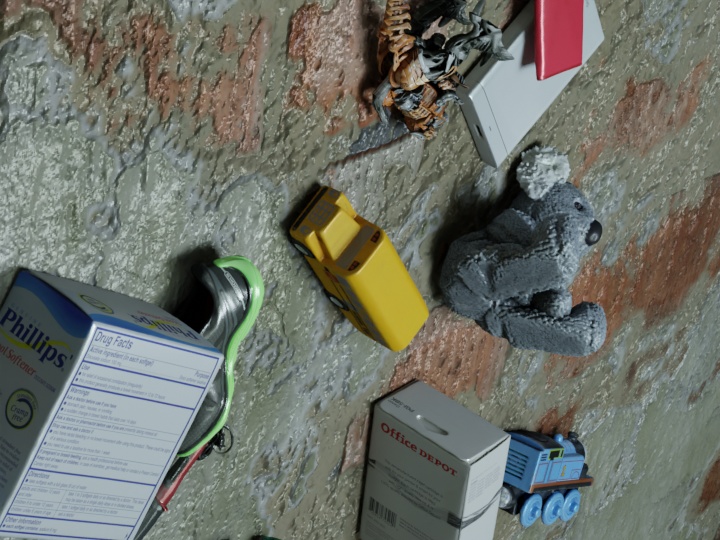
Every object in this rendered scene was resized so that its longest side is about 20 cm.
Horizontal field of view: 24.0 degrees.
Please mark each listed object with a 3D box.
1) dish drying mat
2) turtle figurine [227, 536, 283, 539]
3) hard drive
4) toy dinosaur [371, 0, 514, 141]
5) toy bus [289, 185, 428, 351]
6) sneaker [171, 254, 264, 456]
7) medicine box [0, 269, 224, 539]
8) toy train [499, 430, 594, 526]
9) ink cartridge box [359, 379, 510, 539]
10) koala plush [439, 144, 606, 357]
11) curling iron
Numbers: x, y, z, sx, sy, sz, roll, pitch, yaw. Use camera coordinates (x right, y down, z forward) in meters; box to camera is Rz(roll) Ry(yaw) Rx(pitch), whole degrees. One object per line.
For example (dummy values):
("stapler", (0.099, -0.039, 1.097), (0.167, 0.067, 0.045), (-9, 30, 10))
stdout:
("dish drying mat", (0.206, -0.304, 1.765), (0.076, 0.018, 0.202), (-24, 121, -41))
("turtle figurine", (-0.126, 0.391, 1.819), (0.149, 0.100, 0.202), (-3, 103, -69))
("hard drive", (0.186, -0.223, 1.831), (0.200, 0.027, 0.132), (-50, 146, -15))
("toy dinosaur", (0.065, -0.205, 1.629), (0.135, 0.102, 0.200), (-35, 164, -8))
("toy bus", (0.000, 0.000, 1.704), (0.065, 0.078, 0.200), (-51, 146, -14))
("sneaker", (-0.156, 0.076, 1.575), (0.083, 0.077, 0.202), (5, 108, -36))
("medicine box", (-0.242, 0.122, 1.449), (0.182, 0.103, 0.201), (20, 98, -57))
("toy train", (0.239, 0.270, 2.235), (0.199, 0.086, 0.115), (5, 105, -54))
("ink cartridge box", (0.084, 0.249, 1.948), (0.083, 0.146, 0.202), (-27, 136, -41))
("koala plush", (0.198, -0.032, 1.907), (0.201, 0.182, 0.178), (-62, 141, -37))
("curling iron", (-0.191, 0.226, 1.669), (0.201, 0.025, 0.050), (-53, 144, -10))
